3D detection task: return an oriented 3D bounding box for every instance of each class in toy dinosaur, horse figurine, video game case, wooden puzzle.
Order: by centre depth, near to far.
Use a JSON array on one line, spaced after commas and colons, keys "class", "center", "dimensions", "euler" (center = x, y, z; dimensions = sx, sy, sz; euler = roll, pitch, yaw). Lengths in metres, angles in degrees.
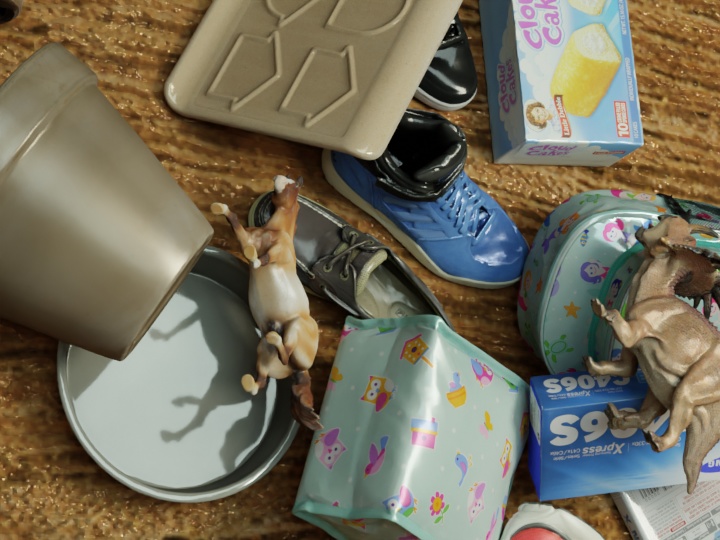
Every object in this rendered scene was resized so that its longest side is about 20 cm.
[{"class": "toy dinosaur", "center": [0.243, 0.059, 1.382], "dimensions": [0.134, 0.086, 0.202], "euler": [-23, 87, -15]}, {"class": "horse figurine", "center": [-0.064, 0.024, 1.399], "dimensions": [0.049, 0.132, 0.202], "euler": [-14, 85, 14]}, {"class": "wooden puzzle", "center": [-0.034, -0.178, 1.492], "dimensions": [0.198, 0.046, 0.186], "euler": [17, 67, 26]}, {"class": "video game case", "center": [0.327, 0.219, 1.583], "dimensions": [0.199, 0.022, 0.184], "euler": [-25, 86, -26]}]

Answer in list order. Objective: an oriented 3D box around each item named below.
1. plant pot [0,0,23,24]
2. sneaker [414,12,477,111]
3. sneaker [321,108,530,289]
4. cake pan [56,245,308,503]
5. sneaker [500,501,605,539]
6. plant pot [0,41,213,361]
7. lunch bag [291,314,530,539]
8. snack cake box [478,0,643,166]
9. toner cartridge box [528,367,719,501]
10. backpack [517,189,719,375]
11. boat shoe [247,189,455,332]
[{"class": "plant pot", "center": [-0.319, -0.295, 1.378], "dimensions": [0.198, 0.200, 0.201], "euler": [7, 81, -20]}, {"class": "sneaker", "center": [0.048, -0.234, 1.541], "dimensions": [0.073, 0.112, 0.201], "euler": [-30, 88, -25]}, {"class": "sneaker", "center": [0.069, -0.060, 1.504], "dimensions": [0.199, 0.111, 0.077], "euler": [36, 66, -9]}, {"class": "cake pan", "center": [-0.138, 0.079, 1.426], "dimensions": [0.198, 0.037, 0.202], "euler": [5, 75, -20]}, {"class": "sneaker", "center": [0.184, 0.263, 1.483], "dimensions": [0.199, 0.077, 0.085], "euler": [36, 74, -18]}, {"class": "plant pot", "center": [-0.207, -0.031, 1.329], "dimensions": [0.173, 0.200, 0.201], "euler": [36, 66, -1]}, {"class": "lunch bag", "center": [0.055, 0.148, 1.438], "dimensions": [0.200, 0.121, 0.172], "euler": [38, 59, -46]}, {"class": "snack cake box", "center": [0.169, -0.195, 1.604], "dimensions": [0.114, 0.067, 0.202], "euler": [1, 76, -22]}, {"class": "toner cartridge box", "center": [0.233, 0.121, 1.456], "dimensions": [0.198, 0.096, 0.043], "euler": [-7, 36, -5]}, {"class": "backpack", "center": [0.233, 0.029, 1.518], "dimensions": [0.198, 0.151, 0.179], "euler": [14, 105, -10]}, {"class": "boat shoe", "center": [0.000, 0.000, 1.486], "dimensions": [0.199, 0.065, 0.074], "euler": [37, 68, -8]}]
